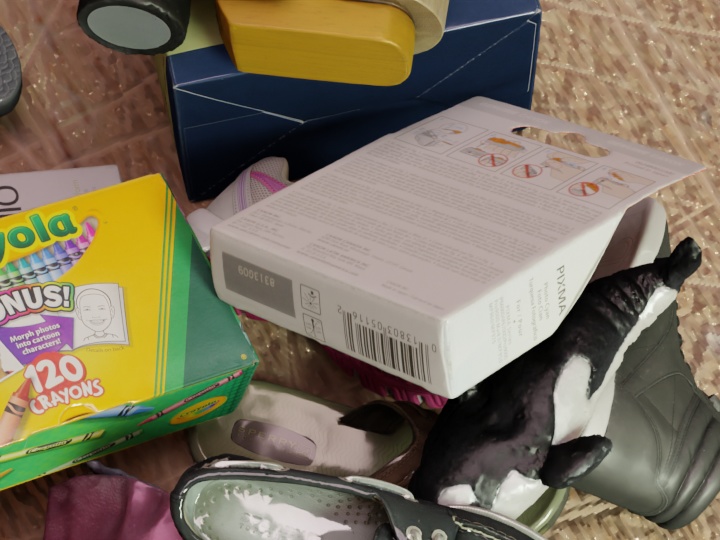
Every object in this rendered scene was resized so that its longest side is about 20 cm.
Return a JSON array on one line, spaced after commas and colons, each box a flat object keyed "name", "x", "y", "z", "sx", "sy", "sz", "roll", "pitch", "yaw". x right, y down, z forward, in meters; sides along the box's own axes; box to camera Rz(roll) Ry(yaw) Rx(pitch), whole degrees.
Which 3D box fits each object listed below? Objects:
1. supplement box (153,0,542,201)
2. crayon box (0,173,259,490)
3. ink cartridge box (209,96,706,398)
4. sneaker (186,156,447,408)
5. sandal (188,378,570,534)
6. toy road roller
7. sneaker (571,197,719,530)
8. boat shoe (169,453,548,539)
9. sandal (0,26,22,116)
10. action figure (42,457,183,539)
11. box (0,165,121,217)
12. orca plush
[{"name": "supplement box", "x": -0.024, "y": -0.173, "z": 1.408, "sx": 0.200, "sy": 0.134, "sz": 0.200, "roll": -12, "pitch": 66, "yaw": -6}, {"name": "crayon box", "x": -0.166, "y": 0.038, "z": 1.274, "sx": 0.200, "sy": 0.058, "sz": 0.119, "roll": -18, "pitch": 66, "yaw": -25}, {"name": "ink cartridge box", "x": 0.050, "y": -0.019, "z": 1.281, "sx": 0.160, "sy": 0.047, "sz": 0.200, "roll": 21, "pitch": 36, "yaw": 40}, {"name": "sneaker", "x": 0.000, "y": 0.000, "z": 1.358, "sx": 0.200, "sy": 0.081, "sz": 0.088, "roll": 29, "pitch": 70, "yaw": 12}, {"name": "sandal", "x": 0.008, "y": 0.100, "z": 1.325, "sx": 0.200, "sy": 0.057, "sz": 0.080, "roll": 11, "pitch": 66, "yaw": 4}, {"name": "toy road roller", "x": -0.051, "y": -0.181, "z": 1.258, "sx": 0.199, "sy": 0.146, "sz": 0.123, "roll": 8, "pitch": 67, "yaw": 3}, {"name": "sneaker", "x": 0.153, "y": 0.054, "z": 1.349, "sx": 0.099, "sy": 0.071, "sz": 0.200, "roll": 35, "pitch": 44, "yaw": -17}, {"name": "boat shoe", "x": 0.006, "y": 0.135, "z": 1.198, "sx": 0.200, "sy": 0.060, "sz": 0.076, "roll": 10, "pitch": 86, "yaw": 7}, {"name": "sandal", "x": -0.279, "y": -0.115, "z": 1.438, "sx": 0.200, "sy": 0.043, "sz": 0.076, "roll": 7, "pitch": 58, "yaw": 13}, {"name": "action figure", "x": -0.130, "y": 0.199, "z": 1.274, "sx": 0.149, "sy": 0.134, "sz": 0.200, "roll": 28, "pitch": 73, "yaw": -29}, {"name": "box", "x": -0.209, "y": 0.021, "z": 1.335, "sx": 0.200, "sy": 0.036, "sz": 0.145, "roll": -7, "pitch": 62, "yaw": -19}, {"name": "orca plush", "x": 0.084, "y": 0.048, "z": 1.252, "sx": 0.200, "sy": 0.071, "sz": 0.105, "roll": -42, "pitch": 29, "yaw": 1}]
